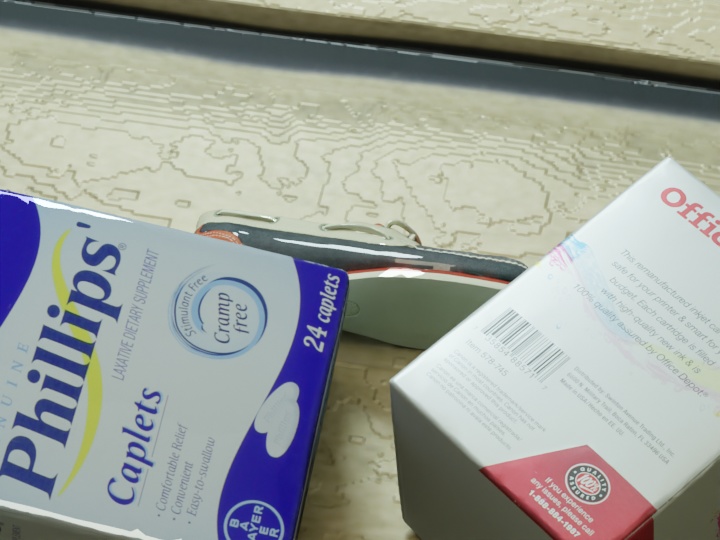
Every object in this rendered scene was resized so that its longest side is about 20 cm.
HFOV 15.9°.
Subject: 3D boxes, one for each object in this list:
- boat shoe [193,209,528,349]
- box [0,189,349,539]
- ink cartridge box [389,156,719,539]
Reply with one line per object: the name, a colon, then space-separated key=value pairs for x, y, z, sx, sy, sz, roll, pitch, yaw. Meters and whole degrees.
boat shoe: x=0.000 y=0.000 z=1.411 sx=0.199 sy=0.071 sz=0.063 roll=2 pitch=53 yaw=11
box: x=-0.121 y=0.079 z=1.324 sx=0.199 sy=0.105 sz=0.185 roll=12 pitch=57 yaw=0
ink cartridge box: x=0.136 y=0.077 z=1.299 sx=0.200 sy=0.145 sz=0.145 roll=-37 pitch=60 yaw=-19
